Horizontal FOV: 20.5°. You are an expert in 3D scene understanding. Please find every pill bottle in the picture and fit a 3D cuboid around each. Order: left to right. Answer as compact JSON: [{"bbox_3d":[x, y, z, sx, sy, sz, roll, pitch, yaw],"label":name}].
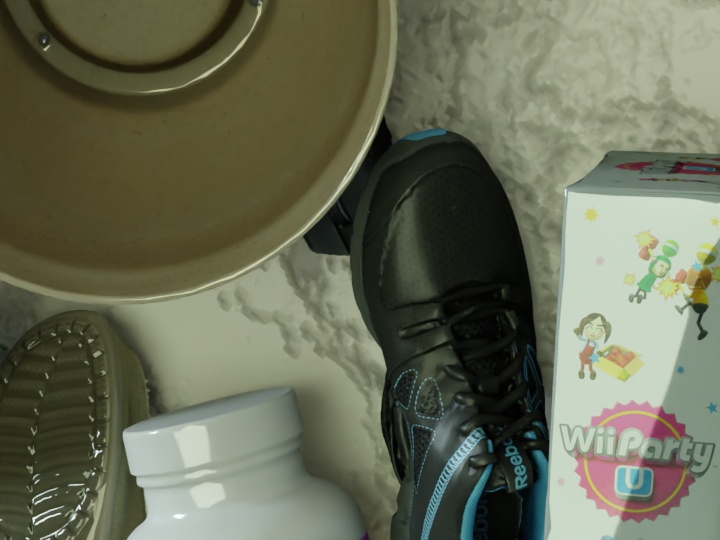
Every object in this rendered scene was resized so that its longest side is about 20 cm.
[{"bbox_3d":[-0.038,0.154,0.807,0.103,0.104,0.202,-13,93,23],"label":"pill bottle"}]

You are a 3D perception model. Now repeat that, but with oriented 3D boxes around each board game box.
[{"bbox_3d":[0.105,0.064,0.710,0.064,0.148,0.202,3,99,12],"label":"board game box"}]

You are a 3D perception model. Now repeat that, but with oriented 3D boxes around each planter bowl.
[{"bbox_3d":[-0.088,-0.104,0.744,0.198,0.135,0.202,-1,109,-2],"label":"planter bowl"}]

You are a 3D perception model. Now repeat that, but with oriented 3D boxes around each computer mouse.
[{"bbox_3d":[0.000,0.000,0.809,0.058,0.034,0.202,-20,90,22],"label":"computer mouse"}]

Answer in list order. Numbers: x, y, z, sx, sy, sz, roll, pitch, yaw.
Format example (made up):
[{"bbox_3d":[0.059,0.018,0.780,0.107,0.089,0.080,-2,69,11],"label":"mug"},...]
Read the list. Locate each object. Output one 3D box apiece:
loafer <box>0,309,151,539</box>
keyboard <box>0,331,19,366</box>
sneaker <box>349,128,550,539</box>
[{"bbox_3d":[-0.121,0.119,0.860,0.075,0.068,0.202,-3,81,24],"label":"loafer"},{"bbox_3d":[-0.242,0.016,0.861,0.199,0.011,0.056,27,116,-22],"label":"keyboard"},{"bbox_3d":[0.048,0.046,0.761,0.073,0.082,0.202,-13,101,-20],"label":"sneaker"}]
